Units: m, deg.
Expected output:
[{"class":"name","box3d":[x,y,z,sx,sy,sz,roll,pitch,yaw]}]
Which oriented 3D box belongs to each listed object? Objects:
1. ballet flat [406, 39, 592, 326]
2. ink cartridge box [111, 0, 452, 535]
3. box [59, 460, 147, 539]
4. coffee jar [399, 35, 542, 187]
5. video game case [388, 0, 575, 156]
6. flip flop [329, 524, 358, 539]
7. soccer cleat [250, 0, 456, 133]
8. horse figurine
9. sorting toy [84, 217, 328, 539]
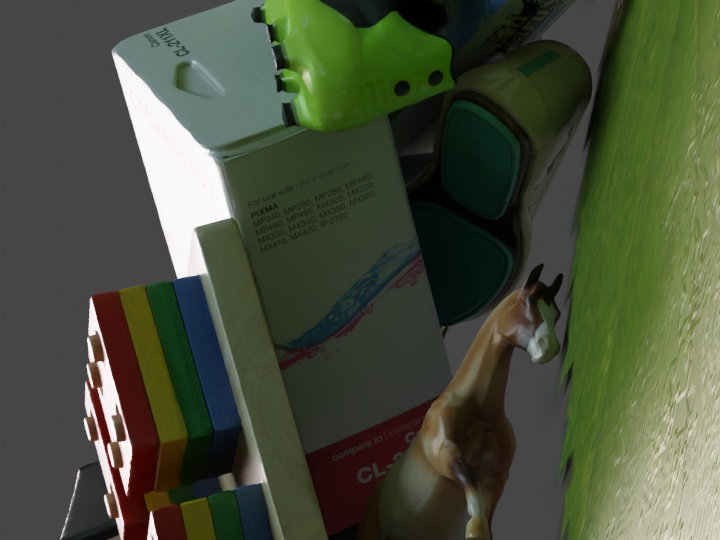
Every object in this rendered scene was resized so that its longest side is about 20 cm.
[{"class":"ballet flat","box3d":[0.059,-0.040,1.324,0.200,0.069,0.070,116,168,-62]},{"class":"ink cartridge box","box3d":[-0.030,-0.006,1.339,0.146,0.083,0.201,-133,25,-56]},{"class":"box","box3d":[-0.075,0.193,1.486,0.141,0.079,0.201,-110,-3,-79]},{"class":"coffee jar","box3d":[0.041,-0.118,1.449,0.104,0.085,0.201,4,78,43]},{"class":"video game case","box3d":[0.024,-0.180,1.307,0.181,0.045,0.201,-46,58,51]},{"class":"flip flop","box3d":[-0.010,0.158,1.501,0.200,0.081,0.058,-98,10,-64]},{"class":"soccer cleat","box3d":[-0.008,-0.127,1.272,0.200,0.081,0.068,-107,7,-50]},{"class":"horse figurine","box3d":[0.033,0.108,1.203,0.133,0.050,0.200,-91,17,-47]},{"class":"sorting toy","box3d":[-0.067,0.109,1.271,0.200,0.069,0.199,107,148,-69]}]
